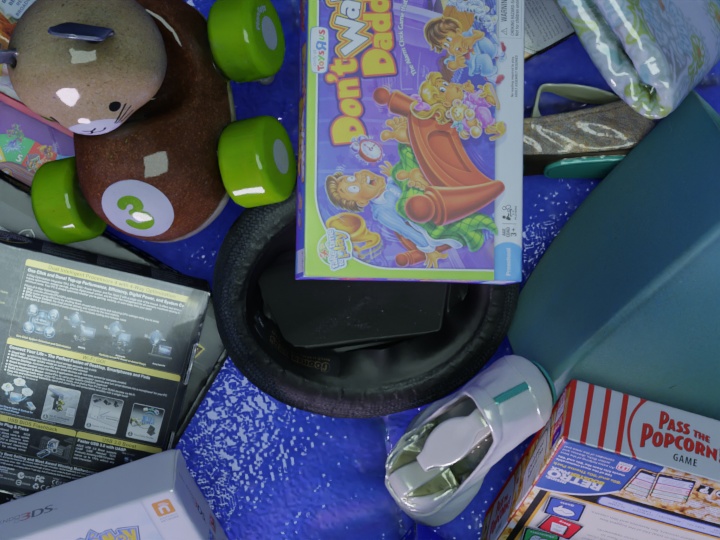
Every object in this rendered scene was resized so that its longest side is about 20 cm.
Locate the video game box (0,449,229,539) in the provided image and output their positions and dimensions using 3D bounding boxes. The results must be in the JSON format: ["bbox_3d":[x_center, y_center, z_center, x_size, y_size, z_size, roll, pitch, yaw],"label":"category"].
[{"bbox_3d":[-0.173,0.219,1.227,0.200,0.047,0.182,-19,122,10],"label":"video game box"}]

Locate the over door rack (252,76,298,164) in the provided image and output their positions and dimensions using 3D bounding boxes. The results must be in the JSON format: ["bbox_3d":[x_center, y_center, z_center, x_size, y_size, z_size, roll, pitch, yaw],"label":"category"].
[{"bbox_3d":[-0.045,-0.133,1.232,0.200,0.067,0.148,-6,90,15],"label":"over door rack"}]

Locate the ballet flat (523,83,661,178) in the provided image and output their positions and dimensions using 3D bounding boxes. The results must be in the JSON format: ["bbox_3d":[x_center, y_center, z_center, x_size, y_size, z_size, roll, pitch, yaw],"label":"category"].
[{"bbox_3d":[0.111,-0.091,1.270,0.200,0.068,0.067,-5,75,-8],"label":"ballet flat"}]

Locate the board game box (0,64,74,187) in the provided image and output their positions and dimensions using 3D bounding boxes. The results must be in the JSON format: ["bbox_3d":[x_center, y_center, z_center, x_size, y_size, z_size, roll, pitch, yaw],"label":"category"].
[{"bbox_3d":[-0.220,-0.125,1.255,0.200,0.039,0.158,-18,95,0],"label":"board game box"}]

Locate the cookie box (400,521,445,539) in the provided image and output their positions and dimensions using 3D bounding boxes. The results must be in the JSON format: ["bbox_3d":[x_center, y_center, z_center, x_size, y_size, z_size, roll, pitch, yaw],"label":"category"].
[{"bbox_3d":[0.048,0.303,1.272,0.171,0.075,0.200,35,102,-5],"label":"cookie box"}]

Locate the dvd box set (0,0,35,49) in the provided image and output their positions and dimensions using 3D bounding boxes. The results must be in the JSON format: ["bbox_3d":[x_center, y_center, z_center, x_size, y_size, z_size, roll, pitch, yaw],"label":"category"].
[{"bbox_3d":[-0.264,-0.250,1.226,0.200,0.029,0.146,35,73,-6],"label":"dvd box set"}]

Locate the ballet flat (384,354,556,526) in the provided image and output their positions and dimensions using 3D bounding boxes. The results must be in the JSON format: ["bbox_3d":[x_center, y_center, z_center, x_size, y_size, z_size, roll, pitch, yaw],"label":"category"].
[{"bbox_3d":[0.053,0.117,1.220,0.069,0.200,0.069,13,55,-20],"label":"ballet flat"}]

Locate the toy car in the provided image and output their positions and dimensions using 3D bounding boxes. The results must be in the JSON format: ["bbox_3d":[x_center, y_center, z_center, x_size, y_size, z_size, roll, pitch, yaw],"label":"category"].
[{"bbox_3d":[-0.156,-0.105,1.115,0.164,0.200,0.158,-10,79,21],"label":"toy car"}]

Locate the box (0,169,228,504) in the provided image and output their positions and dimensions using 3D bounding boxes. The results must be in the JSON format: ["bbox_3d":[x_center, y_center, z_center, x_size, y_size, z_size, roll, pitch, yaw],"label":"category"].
[{"bbox_3d":[-0.209,0.066,1.259,0.200,0.050,0.199,30,92,-10],"label":"box"}]

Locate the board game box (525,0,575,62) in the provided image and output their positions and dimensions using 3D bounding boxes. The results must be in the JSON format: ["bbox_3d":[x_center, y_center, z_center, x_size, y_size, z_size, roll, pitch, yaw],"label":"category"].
[{"bbox_3d":[0.057,-0.223,1.256,0.135,0.035,0.200,-28,91,0],"label":"board game box"}]

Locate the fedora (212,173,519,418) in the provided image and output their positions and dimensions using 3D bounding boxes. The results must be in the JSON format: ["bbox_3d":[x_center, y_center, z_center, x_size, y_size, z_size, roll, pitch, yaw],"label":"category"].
[{"bbox_3d":[0.000,0.000,1.240,0.200,0.092,0.201,-3,113,-8],"label":"fedora"}]

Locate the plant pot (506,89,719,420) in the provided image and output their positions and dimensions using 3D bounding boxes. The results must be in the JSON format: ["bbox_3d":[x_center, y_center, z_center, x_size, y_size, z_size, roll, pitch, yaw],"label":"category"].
[{"bbox_3d":[0.201,0.018,1.224,0.200,0.141,0.141,-41,120,16],"label":"plant pot"}]

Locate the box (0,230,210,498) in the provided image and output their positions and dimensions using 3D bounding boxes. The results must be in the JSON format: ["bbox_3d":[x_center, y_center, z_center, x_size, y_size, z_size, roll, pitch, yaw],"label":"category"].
[{"bbox_3d":[-0.211,0.063,1.208,0.200,0.049,0.161,13,100,-9],"label":"box"}]

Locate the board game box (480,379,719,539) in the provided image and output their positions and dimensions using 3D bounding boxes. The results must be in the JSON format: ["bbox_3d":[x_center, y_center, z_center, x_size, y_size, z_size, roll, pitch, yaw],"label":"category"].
[{"bbox_3d":[0.175,0.155,1.225,0.151,0.200,0.046,17,56,-5],"label":"board game box"}]

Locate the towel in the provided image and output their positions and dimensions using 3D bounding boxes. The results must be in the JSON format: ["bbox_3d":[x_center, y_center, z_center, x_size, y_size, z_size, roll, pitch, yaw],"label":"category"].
[{"bbox_3d":[0.159,-0.201,1.206,0.048,0.171,0.200,-31,95,32],"label":"towel"}]

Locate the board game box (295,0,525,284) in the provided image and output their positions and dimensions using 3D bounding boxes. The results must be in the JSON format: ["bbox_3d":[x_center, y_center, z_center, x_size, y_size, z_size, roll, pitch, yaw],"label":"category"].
[{"bbox_3d":[0.030,-0.093,1.151,0.134,0.045,0.200,1,88,-9],"label":"board game box"}]
